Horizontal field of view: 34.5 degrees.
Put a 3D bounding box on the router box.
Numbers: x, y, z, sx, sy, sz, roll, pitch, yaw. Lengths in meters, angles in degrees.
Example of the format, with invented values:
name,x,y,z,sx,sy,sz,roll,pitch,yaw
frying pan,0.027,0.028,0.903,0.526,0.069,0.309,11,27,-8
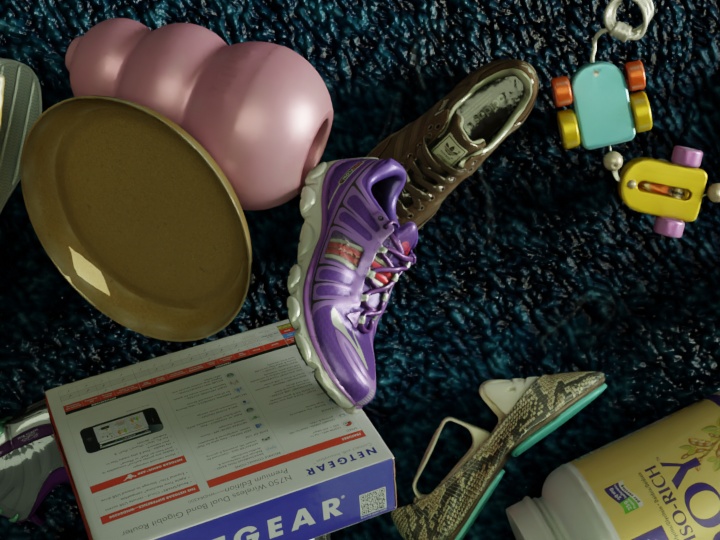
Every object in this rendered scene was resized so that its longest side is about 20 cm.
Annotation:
name,x,y,z,sx,sy,sz,roll,pitch,yaw
router box,-0.101,0.123,0.805,0.199,0.180,0.049,-15,125,-17

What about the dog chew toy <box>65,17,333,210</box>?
name,x,y,z,sx,sy,sz,roll,pitch,yaw
dog chew toy,-0.124,-0.125,0.857,0.199,0.125,0.125,23,89,5

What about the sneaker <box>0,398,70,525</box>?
name,x,y,z,sx,sy,sz,roll,pitch,yaw
sneaker,-0.288,0.167,0.872,0.199,0.074,0.088,-23,96,-3

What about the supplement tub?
name,x,y,z,sx,sy,sz,roll,pitch,yaw
supplement tub,0.223,0.189,0.854,0.199,0.145,0.146,-25,91,-2

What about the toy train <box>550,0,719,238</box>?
name,x,y,z,sx,sy,sz,roll,pitch,yaw
toy train,0.242,-0.115,0.892,0.200,0.056,0.150,38,102,-4

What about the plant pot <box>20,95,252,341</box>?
name,x,y,z,sx,sy,sz,roll,pitch,yaw
plant pot,-0.159,-0.038,0.845,0.199,0.027,0.201,16,127,22

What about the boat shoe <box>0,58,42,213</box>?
name,x,y,z,sx,sy,sz,roll,pitch,yaw
boat shoe,-0.302,-0.065,0.870,0.073,0.067,0.201,24,83,-46

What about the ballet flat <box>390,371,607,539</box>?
name,x,y,z,sx,sy,sz,roll,pitch,yaw
ballet flat,0.098,0.133,0.894,0.075,0.068,0.200,43,91,14

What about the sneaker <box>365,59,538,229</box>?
name,x,y,z,sx,sy,sz,roll,pitch,yaw
sneaker,0.054,-0.089,0.882,0.070,0.076,0.200,44,88,-2

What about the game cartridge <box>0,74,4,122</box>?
name,x,y,z,sx,sy,sz,roll,pitch,yaw
game cartridge,-0.323,-0.052,0.824,0.200,0.032,0.177,6,90,42

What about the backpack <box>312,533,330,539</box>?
name,x,y,z,sx,sy,sz,roll,pitch,yaw
backpack,-0.078,0.236,0.841,0.153,0.163,0.201,16,81,1

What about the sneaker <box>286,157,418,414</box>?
name,x,y,z,sx,sy,sz,roll,pitch,yaw
sneaker,0.000,0.000,0.807,0.083,0.081,0.201,-11,58,22
